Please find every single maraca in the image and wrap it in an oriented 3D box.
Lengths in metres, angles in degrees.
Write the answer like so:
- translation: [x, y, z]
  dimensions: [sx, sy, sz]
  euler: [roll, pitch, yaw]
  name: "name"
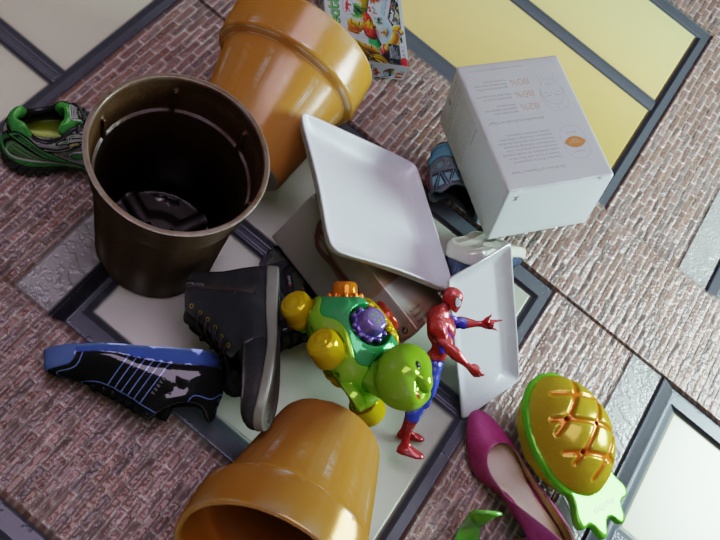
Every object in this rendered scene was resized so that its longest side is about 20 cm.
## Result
- translation: [0.259, 0.220, 1.173]
  dimensions: [0.136, 0.107, 0.203]
  euler: [-18, 78, -41]
  name: "maraca"

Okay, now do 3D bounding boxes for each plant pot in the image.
- translation: [-0.112, -0.211, 1.216]
  dimensions: [0.198, 0.200, 0.186]
  euler: [29, 72, -3]
  name: "plant pot"
- translation: [-0.064, 0.241, 1.004]
  dimensions: [0.198, 0.201, 0.184]
  euler: [32, 41, -1]
  name: "plant pot"
- translation: [-0.220, -0.079, 1.097]
  dimensions: [0.196, 0.199, 0.204]
  euler: [9, 60, -16]
  name: "plant pot"

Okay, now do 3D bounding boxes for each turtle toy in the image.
- translation: [0.005, 0.089, 1.049]
  dimensions: [0.100, 0.147, 0.200]
  euler: [-37, 40, -5]
  name: "turtle toy"

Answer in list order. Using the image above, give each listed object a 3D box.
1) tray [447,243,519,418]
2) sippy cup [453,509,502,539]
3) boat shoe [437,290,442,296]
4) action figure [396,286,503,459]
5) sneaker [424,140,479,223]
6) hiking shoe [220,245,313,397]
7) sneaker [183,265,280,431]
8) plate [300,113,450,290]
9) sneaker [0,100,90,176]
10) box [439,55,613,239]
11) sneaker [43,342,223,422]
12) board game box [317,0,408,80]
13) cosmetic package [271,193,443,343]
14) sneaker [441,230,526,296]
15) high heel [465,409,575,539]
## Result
- translation: [0.147, 0.073, 1.185]
  dimensions: [0.106, 0.204, 0.022]
  euler: [-28, 34, -31]
  name: "tray"
- translation: [0.136, 0.358, 1.039]
  dimensions: [0.138, 0.131, 0.180]
  euler: [-26, 75, -29]
  name: "sippy cup"
- translation: [0.036, -0.044, 1.252]
  dimensions: [0.074, 0.066, 0.202]
  euler: [-37, 93, -34]
  name: "boat shoe"
- translation: [0.107, 0.118, 1.116]
  dimensions: [0.097, 0.204, 0.065]
  euler: [10, 19, -2]
  name: "action figure"
- translation: [0.180, -0.098, 1.338]
  dimensions: [0.196, 0.080, 0.097]
  euler: [18, 64, 1]
  name: "sneaker"
- translation: [-0.097, 0.065, 1.139]
  dimensions: [0.099, 0.076, 0.203]
  euler: [22, 57, -4]
  name: "hiking shoe"
- translation: [-0.139, 0.083, 1.033]
  dimensions: [0.104, 0.076, 0.203]
  euler: [-1, 48, -2]
  name: "sneaker"
- translation: [0.013, -0.074, 1.149]
  dimensions: [0.198, 0.032, 0.203]
  euler: [19, 45, -40]
  name: "plate"
- translation: [-0.328, -0.159, 1.166]
  dimensions: [0.196, 0.085, 0.079]
  euler: [-6, 65, -24]
  name: "sneaker"
- translation: [0.210, -0.163, 1.267]
  dimensions: [0.149, 0.107, 0.203]
  euler: [-9, 61, -15]
  name: "box"
- translation: [-0.247, 0.123, 1.056]
  dimensions: [0.195, 0.070, 0.080]
  euler: [4, 78, -7]
  name: "sneaker"
- translation: [0.000, -0.379, 1.435]
  dimensions: [0.124, 0.035, 0.204]
  euler: [4, 62, -18]
  name: "board game box"
- translation: [0.000, 0.000, 1.173]
  dimensions: [0.201, 0.087, 0.103]
  euler: [50, 32, 2]
  name: "cosmetic package"
- translation: [0.153, 0.001, 1.257]
  dimensions: [0.074, 0.086, 0.199]
  euler: [21, 14, 28]
  name: "sneaker"
- translation: [0.187, 0.247, 1.136]
  dimensions: [0.066, 0.096, 0.203]
  euler: [-9, 67, -24]
  name: "high heel"
